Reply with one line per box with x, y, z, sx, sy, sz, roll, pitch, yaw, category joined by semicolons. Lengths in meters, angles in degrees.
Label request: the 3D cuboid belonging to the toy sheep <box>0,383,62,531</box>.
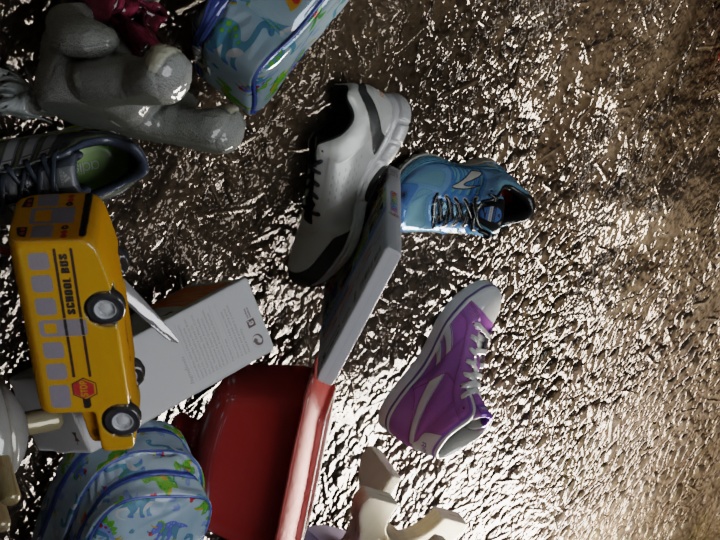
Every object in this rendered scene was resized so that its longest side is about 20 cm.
-0.322;0.135;1.213;0.198;0.138;0.139;-7;119;-31;toy sheep

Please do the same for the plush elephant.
-0.178;-0.185;1.185;0.165;0.198;0.157;34;64;-65;plush elephant

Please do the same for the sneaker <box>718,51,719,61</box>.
0.469;-0.325;1.882;0.084;0.077;0.202;-20;127;-33;sneaker

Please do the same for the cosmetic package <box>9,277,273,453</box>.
-0.185;0.079;1.361;0.199;0.101;0.072;-29;103;-35;cosmetic package

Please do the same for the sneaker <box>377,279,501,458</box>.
0.118;0.113;1.730;0.202;0.114;0.073;-58;141;-6;sneaker

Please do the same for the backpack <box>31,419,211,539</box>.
-0.208;0.227;1.407;0.162;0.154;0.202;10;101;-27;backpack

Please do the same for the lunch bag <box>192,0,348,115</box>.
-0.054;-0.228;1.299;0.201;0.082;0.161;-51;179;-9;lunch bag

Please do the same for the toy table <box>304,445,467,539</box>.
0.026;0.292;1.708;0.117;0.184;0.199;-49;153;13;toy table

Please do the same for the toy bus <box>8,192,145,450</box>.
-0.210;0.043;1.202;0.077;0.065;0.202;-3;126;-2;toy bus

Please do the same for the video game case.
0.000;0.000;1.469;0.018;0.200;0.144;23;113;-10;video game case

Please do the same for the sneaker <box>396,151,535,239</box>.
0.104;-0.072;1.613;0.199;0.090;0.079;-12;122;-43;sneaker

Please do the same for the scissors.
-0.213;-0.014;1.281;0.199;0.014;0.074;31;71;-27;scissors

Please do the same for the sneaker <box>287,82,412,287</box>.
-0.029;-0.083;1.487;0.080;0.073;0.202;21;92;-38;sneaker

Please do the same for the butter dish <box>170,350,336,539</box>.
-0.109;0.167;1.491;0.199;0.146;0.202;-63;164;-80;butter dish

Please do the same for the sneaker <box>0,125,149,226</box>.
-0.249;-0.072;1.203;0.199;0.081;0.075;-22;103;-33;sneaker
